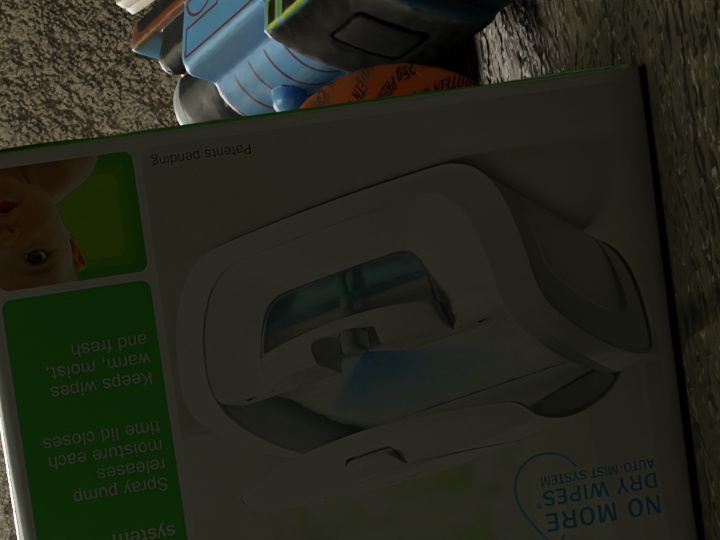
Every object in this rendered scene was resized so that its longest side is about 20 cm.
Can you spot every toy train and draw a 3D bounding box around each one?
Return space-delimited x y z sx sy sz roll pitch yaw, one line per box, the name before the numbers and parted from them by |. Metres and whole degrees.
toy train | -0.019 -0.117 0.826 0.200 0.086 0.115 -32 49 50

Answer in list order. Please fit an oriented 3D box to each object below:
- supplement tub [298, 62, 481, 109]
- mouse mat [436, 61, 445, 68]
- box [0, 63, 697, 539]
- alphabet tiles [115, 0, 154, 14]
supplement tub | 0.013 0.008 0.814 0.200 0.122 0.123 92 169 -69
mouse mat | 0.042 -0.036 1.090 0.161 0.008 0.201 104 157 -77
box | -0.011 0.038 0.655 0.097 0.199 0.177 -167 69 -80
alphabet tiles | -0.059 -0.218 1.098 0.195 0.015 0.200 -23 35 53
